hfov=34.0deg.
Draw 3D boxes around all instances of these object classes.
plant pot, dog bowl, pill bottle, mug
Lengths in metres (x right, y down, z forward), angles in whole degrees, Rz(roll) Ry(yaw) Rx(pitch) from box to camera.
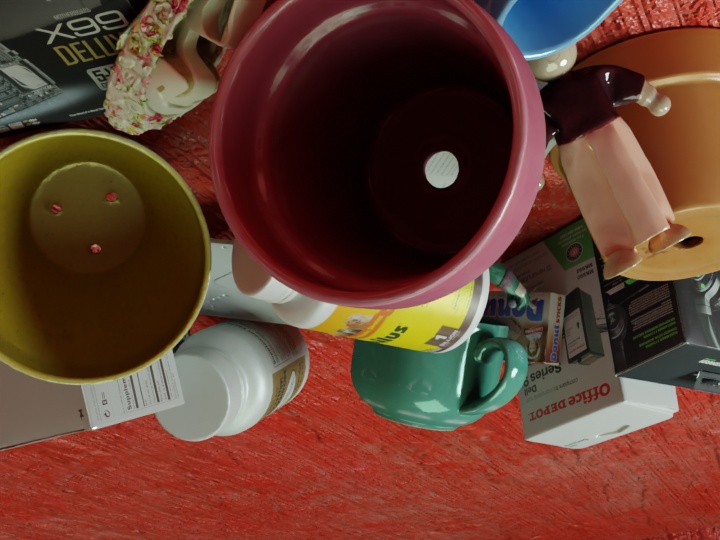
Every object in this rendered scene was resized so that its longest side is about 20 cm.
[{"bbox_3d":[0.257,-0.082,0.966,0.198,0.141,0.200,-5,156,-2],"label":"plant pot"},{"bbox_3d":[-0.225,-0.028,0.956,0.198,0.202,0.142,0,-163,-12],"label":"plant pot"},{"bbox_3d":[0.140,-0.206,0.719,0.111,0.050,0.200,1,145,-44],"label":"dog bowl"},{"bbox_3d":[0.000,0.000,0.947,0.199,0.110,0.109,13,150,-35],"label":"pill bottle"},{"bbox_3d":[0.032,-0.073,0.751,0.198,0.202,0.179,-15,171,22],"label":"plant pot"},{"bbox_3d":[-0.138,0.112,1.251,0.113,0.115,0.200,-14,-177,19],"label":"pill bottle"},{"bbox_3d":[0.068,0.096,1.172,0.151,0.116,0.185,12,-177,-9],"label":"mug"}]

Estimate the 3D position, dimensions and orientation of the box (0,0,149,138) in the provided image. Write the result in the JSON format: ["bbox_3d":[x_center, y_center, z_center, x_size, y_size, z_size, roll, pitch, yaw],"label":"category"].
[{"bbox_3d":[-0.232,-0.160,0.807,0.198,0.050,0.158,-10,155,11],"label":"box"}]

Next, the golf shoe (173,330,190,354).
[{"bbox_3d":[-0.222,0.051,1.247,0.087,0.078,0.200,0,164,-9],"label":"golf shoe"}]

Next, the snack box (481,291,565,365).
[{"bbox_3d":[0.139,0.059,1.247,0.024,0.073,0.199,10,174,-33],"label":"snack box"}]

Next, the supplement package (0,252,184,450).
[{"bbox_3d":[-0.286,0.078,1.128,0.199,0.157,0.110,-17,177,42],"label":"supplement package"}]

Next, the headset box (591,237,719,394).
[{"bbox_3d":[0.320,0.016,1.120,0.173,0.202,0.093,10,151,-32],"label":"headset box"}]

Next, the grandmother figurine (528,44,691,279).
[{"bbox_3d":[0.169,-0.103,0.862,0.121,0.201,0.061,-29,-179,-8],"label":"grandmother figurine"}]

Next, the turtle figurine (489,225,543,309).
[{"bbox_3d":[0.083,-0.007,1.146,0.149,0.102,0.199,-2,-178,43],"label":"turtle figurine"}]

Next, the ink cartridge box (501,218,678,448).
[{"bbox_3d":[0.231,0.065,1.206,0.084,0.202,0.146,12,151,-34],"label":"ink cartridge box"}]

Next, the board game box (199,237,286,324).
[{"bbox_3d":[-0.109,0.004,1.166,0.198,0.026,0.200,6,158,13],"label":"board game box"}]

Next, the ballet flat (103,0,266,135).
[{"bbox_3d":[-0.105,-0.152,0.751,0.075,0.064,0.201,-6,140,-46],"label":"ballet flat"}]

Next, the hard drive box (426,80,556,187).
[{"bbox_3d":[0.035,-0.106,0.945,0.198,0.077,0.156,2,155,-16],"label":"hard drive box"}]
